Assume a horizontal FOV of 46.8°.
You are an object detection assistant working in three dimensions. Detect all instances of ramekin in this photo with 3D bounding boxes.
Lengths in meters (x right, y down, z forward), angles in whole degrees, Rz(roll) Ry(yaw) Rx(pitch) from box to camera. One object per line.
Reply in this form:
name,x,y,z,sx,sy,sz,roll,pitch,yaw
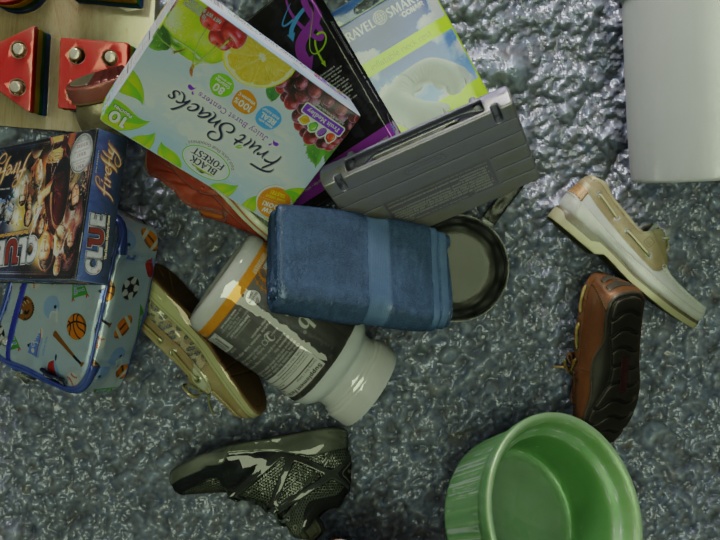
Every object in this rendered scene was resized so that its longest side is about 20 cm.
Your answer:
ramekin,0.183,0.255,0.857,0.198,0.098,0.202,11,66,-26

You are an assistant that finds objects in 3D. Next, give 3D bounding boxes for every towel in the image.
towel,0.000,0.000,0.828,0.198,0.048,0.113,8,72,-27

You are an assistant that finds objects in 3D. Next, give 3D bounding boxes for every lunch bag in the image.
lunch bag,-0.301,0.024,0.863,0.159,0.075,0.202,19,93,25

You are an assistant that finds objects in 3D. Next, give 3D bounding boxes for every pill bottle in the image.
pill bottle,-0.067,0.065,0.863,0.199,0.116,0.117,37,93,-11

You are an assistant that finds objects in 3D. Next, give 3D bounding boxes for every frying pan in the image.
frying pan,0.112,-0.040,0.903,0.114,0.031,0.192,13,92,-1

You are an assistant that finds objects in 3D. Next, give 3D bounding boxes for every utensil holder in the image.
utensil holder,0.346,-0.193,0.829,0.168,0.170,0.203,-4,98,-1

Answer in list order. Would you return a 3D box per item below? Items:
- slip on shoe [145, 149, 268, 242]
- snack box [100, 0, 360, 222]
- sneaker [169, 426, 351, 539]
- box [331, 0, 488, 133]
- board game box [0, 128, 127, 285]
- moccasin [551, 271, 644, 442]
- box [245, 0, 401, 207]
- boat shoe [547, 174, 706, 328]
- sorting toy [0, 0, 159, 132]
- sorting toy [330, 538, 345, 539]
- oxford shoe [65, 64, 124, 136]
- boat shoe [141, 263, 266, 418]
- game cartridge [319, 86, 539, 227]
slip on shoe,-0.142,-0.079,0.885,0.199,0.074,0.061,35,129,-10
snack box,-0.120,-0.151,0.784,0.199,0.053,0.142,30,111,-29
sneaker,-0.104,0.239,0.890,0.197,0.076,0.116,-8,72,-5
box,0.053,-0.209,0.880,0.121,0.048,0.201,-30,95,2
board game box,-0.301,-0.056,0.798,0.198,0.034,0.137,-1,81,41
moccasin,0.254,0.101,0.897,0.073,0.078,0.204,-13,114,-15
box,-0.059,-0.175,0.864,0.142,0.036,0.201,-29,96,23
boat shoe,0.296,-0.020,0.886,0.199,0.075,0.069,39,96,-5
sorting toy,-0.316,-0.247,0.860,0.196,0.070,0.203,5,95,-1
sorting toy,0.036,0.316,0.864,0.183,0.200,0.037,21,66,-2
oxford shoe,-0.183,-0.172,0.827,0.198,0.071,0.076,-14,118,-9
boat shoe,-0.178,0.085,0.894,0.063,0.073,0.200,-41,83,11
game cartridge,0.073,-0.098,0.841,0.198,0.130,0.039,-22,58,12
